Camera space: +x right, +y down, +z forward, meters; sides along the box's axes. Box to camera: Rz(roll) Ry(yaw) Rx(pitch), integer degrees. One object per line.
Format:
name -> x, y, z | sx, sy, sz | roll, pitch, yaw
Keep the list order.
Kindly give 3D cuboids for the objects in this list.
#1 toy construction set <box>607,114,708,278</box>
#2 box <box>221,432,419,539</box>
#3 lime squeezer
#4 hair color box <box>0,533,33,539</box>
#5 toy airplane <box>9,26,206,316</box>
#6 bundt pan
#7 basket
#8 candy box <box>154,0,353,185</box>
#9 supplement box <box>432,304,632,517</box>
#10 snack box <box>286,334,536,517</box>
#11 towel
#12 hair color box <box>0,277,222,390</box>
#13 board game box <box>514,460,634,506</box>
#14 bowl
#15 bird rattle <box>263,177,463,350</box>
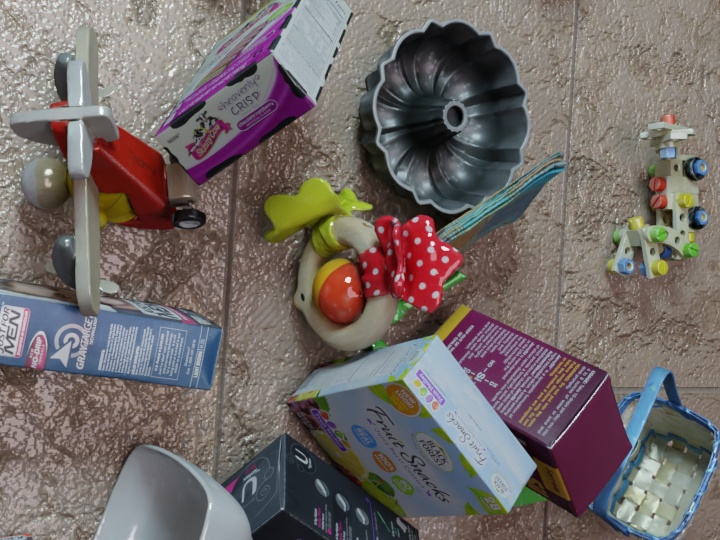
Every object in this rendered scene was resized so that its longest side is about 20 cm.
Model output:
toy construction set -> 0.371, -0.090, 1.225 | 0.130, 0.092, 0.202 | 0, 103, -29
box -> -0.044, 0.274, 0.964 | 0.122, 0.106, 0.200 | -40, 116, 19
lime squeezer -> 0.034, 0.076, 1.061 | 0.070, 0.038, 0.201 | 26, 94, -34
hair color box -> -0.334, 0.340, 0.855 | 0.110, 0.064, 0.203 | 0, 93, -28
toy airplane -> -0.233, -0.086, 0.840 | 0.201, 0.140, 0.201 | -69, 144, -59
bundt pan -> 0.081, -0.161, 1.060 | 0.200, 0.076, 0.205 | -2, 93, -30
basket -> 0.327, 0.224, 1.137 | 0.177, 0.138, 0.200 | -58, 146, -15
candy box -> -0.088, -0.177, 0.877 | 0.061, 0.136, 0.201 | 49, 29, -22
supplement box -> 0.163, 0.142, 1.030 | 0.103, 0.199, 0.132 | -45, 133, -20
snack box -> 0.045, 0.159, 0.969 | 0.169, 0.199, 0.068 | 51, 53, -13
towel -> 0.120, -0.044, 1.054 | 0.199, 0.147, 0.022 | -33, 80, -24
hair color box -> -0.233, 0.055, 0.877 | 0.198, 0.100, 0.061 | 11, 92, -29
board game box -> 0.250, 0.221, 1.198 | 0.198, 0.030, 0.097 | -3, 93, -32
bowl -> -0.170, 0.266, 0.869 | 0.074, 0.199, 0.202 | 23, 83, -33
bird rattle -> 0.000, 0.000, 0.968 | 0.112, 0.199, 0.165 | -15, 130, -50
